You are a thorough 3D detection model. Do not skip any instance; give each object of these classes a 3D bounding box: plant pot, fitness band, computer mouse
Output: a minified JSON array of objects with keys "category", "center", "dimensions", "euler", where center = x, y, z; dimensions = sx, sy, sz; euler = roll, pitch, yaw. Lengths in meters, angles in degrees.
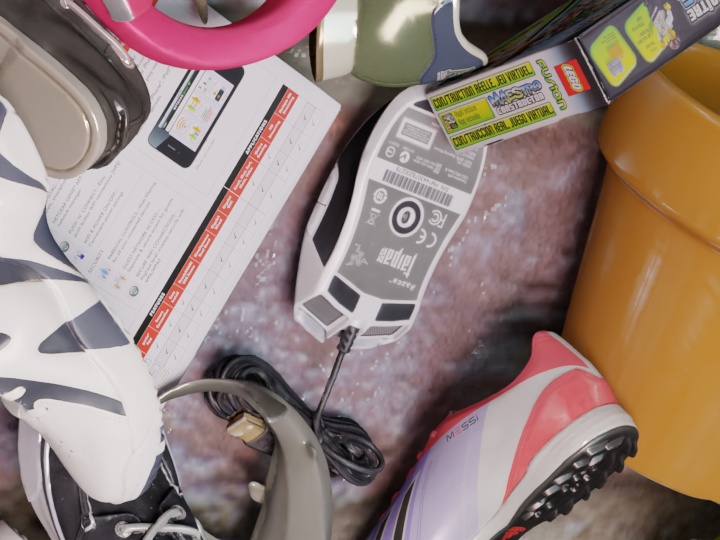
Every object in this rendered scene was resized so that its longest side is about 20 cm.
[{"category":"plant pot","center":[0.190,0.010,1.470],"dimensions":[0.200,0.200,0.184],"euler":[13,111,-35]},{"category":"fitness band","center":[-0.075,-0.182,1.240],"dimensions":[0.144,0.037,0.200],"euler":[-34,111,-33]},{"category":"computer mouse","center":[0.000,0.000,1.420],"dimensions":[0.109,0.044,0.200],"euler":[22,94,-35]}]

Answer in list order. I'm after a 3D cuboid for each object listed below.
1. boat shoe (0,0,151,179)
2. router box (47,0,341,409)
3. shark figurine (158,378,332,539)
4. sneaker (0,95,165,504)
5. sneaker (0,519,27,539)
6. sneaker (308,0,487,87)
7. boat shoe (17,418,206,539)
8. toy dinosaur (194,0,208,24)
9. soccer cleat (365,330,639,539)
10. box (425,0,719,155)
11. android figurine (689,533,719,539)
[{"category":"boat shoe","center":[-0.169,-0.119,1.230],"dimensions":[0.200,0.067,0.057],"euler":[46,33,4]},{"category":"router box","center":[-0.128,-0.039,1.317],"dimensions":[0.179,0.049,0.200],"euler":[36,82,-35]},{"category":"shark figurine","center":[-0.031,0.130,1.382],"dimensions":[0.128,0.089,0.215],"euler":[-16,132,-35]},{"category":"sneaker","center":[-0.169,0.034,1.198],"dimensions":[0.129,0.079,0.200],"euler":[-35,122,-26]},{"category":"sneaker","center":[-0.151,0.220,1.357],"dimensions":[0.105,0.075,0.201],"euler":[-33,116,-16]},{"category":"sneaker","center":[0.030,-0.182,1.348],"dimensions":[0.090,0.067,0.201],"euler":[6,94,-5]},{"category":"boat shoe","center":[-0.096,0.128,1.294],"dimensions":[0.072,0.068,0.201],"euler":[-13,95,-34]},{"category":"toy dinosaur","center":[-0.058,-0.219,1.291],"dimensions":[0.101,0.058,0.200],"euler":[26,73,-19]},{"category":"soccer cleat","center":[0.047,0.113,1.450],"dimensions":[0.200,0.073,0.068],"euler":[-42,154,21]},{"category":"box","center":[0.134,-0.123,1.403],"dimensions":[0.200,0.110,0.035],"euler":[-35,101,-39]},{"category":"android figurine","center":[0.184,0.162,1.522],"dimensions":[0.041,0.182,0.200],"euler":[49,32,3]}]
